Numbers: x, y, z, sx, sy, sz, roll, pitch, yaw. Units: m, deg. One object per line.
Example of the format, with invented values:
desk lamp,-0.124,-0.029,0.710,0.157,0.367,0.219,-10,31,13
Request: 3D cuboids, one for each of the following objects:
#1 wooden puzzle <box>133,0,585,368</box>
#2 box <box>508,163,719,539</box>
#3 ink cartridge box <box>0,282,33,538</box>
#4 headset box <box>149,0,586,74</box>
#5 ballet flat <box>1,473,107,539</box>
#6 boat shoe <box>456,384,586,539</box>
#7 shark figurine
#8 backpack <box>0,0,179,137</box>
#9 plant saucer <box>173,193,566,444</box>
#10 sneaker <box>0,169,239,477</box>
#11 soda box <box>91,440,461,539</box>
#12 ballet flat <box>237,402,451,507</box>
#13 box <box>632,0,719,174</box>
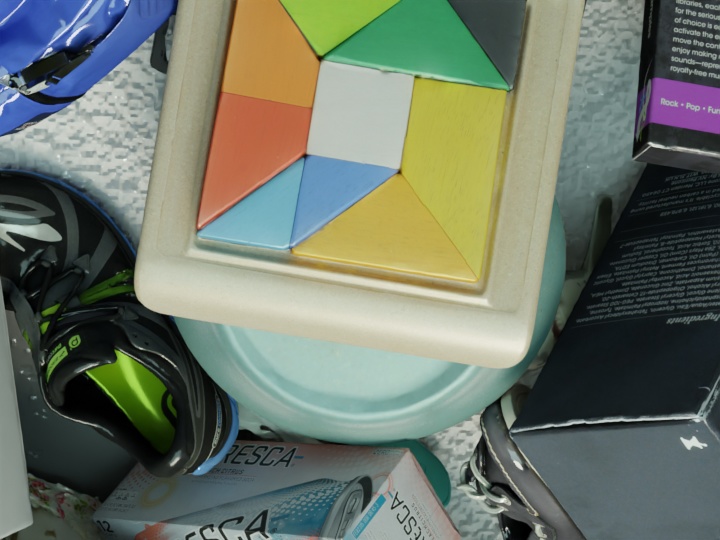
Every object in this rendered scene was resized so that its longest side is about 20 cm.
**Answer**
wooden puzzle,0.001,-0.066,1.025,0.183,0.037,0.202,9,92,-2
box,0.204,0.072,1.144,0.123,0.197,0.200,-9,128,42
ink cartridge box,-0.287,0.076,1.110,0.198,0.145,0.146,-7,94,18
headset box,-0.004,-0.098,1.122,0.198,0.093,0.175,7,116,-8
ballet flat,-0.209,0.139,1.240,0.199,0.064,0.076,26,111,-16
boat shoe,0.086,0.118,1.203,0.062,0.073,0.200,-23,156,7
shark figurine,0.128,0.052,1.232,0.089,0.129,0.214,-16,138,32
backpack,-0.192,-0.139,1.032,0.199,0.162,0.169,-33,87,18
plant saucer,0.000,0.000,1.086,0.198,0.036,0.202,1,112,3
sneaker,-0.141,0.025,1.162,0.071,0.083,0.200,-43,86,18
soda box,-0.047,0.134,1.186,0.199,0.068,0.064,-3,128,45
ballet flat,-0.033,0.079,1.230,0.069,0.070,0.200,-38,114,14
box,0.209,-0.141,1.089,0.142,0.036,0.202,9,78,-9
